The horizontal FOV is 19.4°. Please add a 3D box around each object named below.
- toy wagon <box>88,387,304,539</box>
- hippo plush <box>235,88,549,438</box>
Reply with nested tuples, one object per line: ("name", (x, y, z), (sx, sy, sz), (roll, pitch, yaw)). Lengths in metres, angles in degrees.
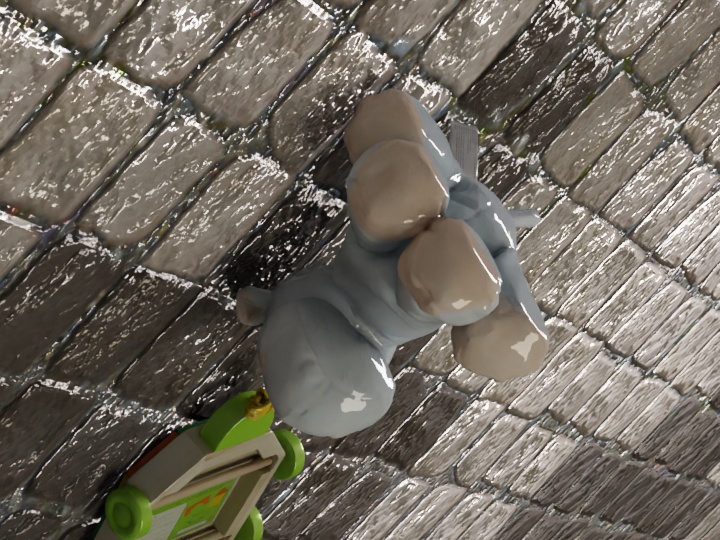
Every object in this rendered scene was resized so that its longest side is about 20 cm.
("toy wagon", (-0.101, 0.138, 1.317), (0.155, 0.040, 0.201), (-17, 144, -50))
("hippo plush", (0.000, 0.000, 1.171), (0.160, 0.160, 0.201), (-32, -156, 16))
